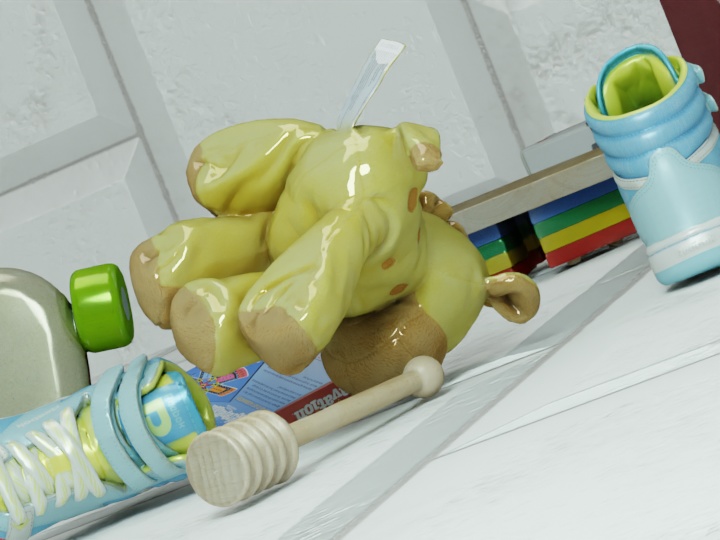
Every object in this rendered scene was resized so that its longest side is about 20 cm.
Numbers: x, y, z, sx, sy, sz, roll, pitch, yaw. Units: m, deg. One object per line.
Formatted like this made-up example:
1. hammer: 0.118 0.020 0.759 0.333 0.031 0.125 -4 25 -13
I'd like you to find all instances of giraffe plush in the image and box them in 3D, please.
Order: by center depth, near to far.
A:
1. giraffe plush: 0.000 0.000 1.414 0.200 0.162 0.172 -47 41 -4

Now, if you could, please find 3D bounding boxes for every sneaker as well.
1. sneaker: -0.159 0.098 1.384 0.130 0.080 0.200 -22 2 40
2. sneaker: 0.181 -0.068 1.485 0.079 0.131 0.200 -23 2 7

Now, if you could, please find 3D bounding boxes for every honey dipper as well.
1. honey dipper: -0.014 0.076 1.300 0.038 0.038 0.200 -21 -2 36

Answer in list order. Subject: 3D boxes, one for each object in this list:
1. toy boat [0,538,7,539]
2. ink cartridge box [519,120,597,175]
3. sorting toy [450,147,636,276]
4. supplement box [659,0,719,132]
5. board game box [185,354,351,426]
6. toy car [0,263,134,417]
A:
1. toy boat: -0.169 0.103 0.826 0.130 0.132 0.200 -23 2 -17
2. ink cartridge box: 0.278 -0.126 2.584 0.199 0.084 0.145 -22 2 24
3. sorting toy: 0.139 -0.037 1.984 0.198 0.070 0.200 -22 2 15
4. supplement box: 0.301 -0.160 1.585 0.132 0.201 0.197 -23 2 -29
5. board game box: -0.059 0.070 1.554 0.102 0.020 0.200 -26 12 -14
6. toy car: -0.215 0.088 1.714 0.163 0.159 0.200 -12 -9 2
